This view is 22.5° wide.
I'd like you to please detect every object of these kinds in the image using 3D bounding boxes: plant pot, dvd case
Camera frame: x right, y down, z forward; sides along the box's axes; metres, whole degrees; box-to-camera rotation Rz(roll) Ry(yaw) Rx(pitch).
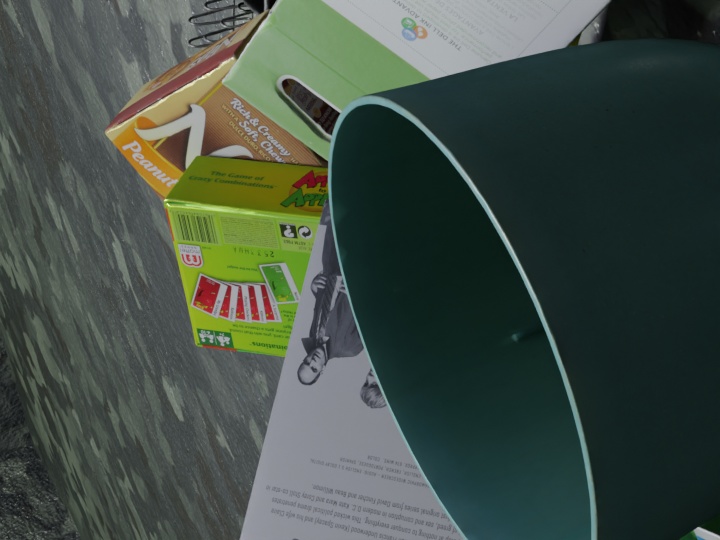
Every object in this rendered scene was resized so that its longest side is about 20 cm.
[{"bbox_3d":[0.103,0.003,0.689,0.201,0.160,0.201,56,160,34],"label":"plant pot"},{"bbox_3d":[0.026,0.071,0.874,0.150,0.201,0.025,9,171,28],"label":"dvd case"}]

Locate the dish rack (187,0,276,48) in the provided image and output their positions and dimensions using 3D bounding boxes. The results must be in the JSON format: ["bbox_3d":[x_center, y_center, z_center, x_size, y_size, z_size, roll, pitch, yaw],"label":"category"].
[{"bbox_3d":[-0.073,-0.136,1.197,0.153,0.054,0.201,49,145,47],"label":"dish rack"}]

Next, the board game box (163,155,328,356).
[{"bbox_3d":[0.000,0.000,0.980,0.199,0.048,0.102,7,129,21],"label":"board game box"}]

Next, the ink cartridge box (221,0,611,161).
[{"bbox_3d":[0.034,-0.119,0.742,0.104,0.059,0.200,35,140,-8],"label":"ink cartridge box"}]

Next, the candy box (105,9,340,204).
[{"bbox_3d":[-0.038,-0.038,1.039,0.115,0.055,0.200,-24,113,39],"label":"candy box"}]

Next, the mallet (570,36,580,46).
[{"bbox_3d":[0.100,-0.114,0.777,0.066,0.041,0.200,60,157,22],"label":"mallet"}]

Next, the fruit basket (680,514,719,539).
[{"bbox_3d":[0.155,0.181,0.864,0.185,0.093,0.201,32,144,62],"label":"fruit basket"}]
